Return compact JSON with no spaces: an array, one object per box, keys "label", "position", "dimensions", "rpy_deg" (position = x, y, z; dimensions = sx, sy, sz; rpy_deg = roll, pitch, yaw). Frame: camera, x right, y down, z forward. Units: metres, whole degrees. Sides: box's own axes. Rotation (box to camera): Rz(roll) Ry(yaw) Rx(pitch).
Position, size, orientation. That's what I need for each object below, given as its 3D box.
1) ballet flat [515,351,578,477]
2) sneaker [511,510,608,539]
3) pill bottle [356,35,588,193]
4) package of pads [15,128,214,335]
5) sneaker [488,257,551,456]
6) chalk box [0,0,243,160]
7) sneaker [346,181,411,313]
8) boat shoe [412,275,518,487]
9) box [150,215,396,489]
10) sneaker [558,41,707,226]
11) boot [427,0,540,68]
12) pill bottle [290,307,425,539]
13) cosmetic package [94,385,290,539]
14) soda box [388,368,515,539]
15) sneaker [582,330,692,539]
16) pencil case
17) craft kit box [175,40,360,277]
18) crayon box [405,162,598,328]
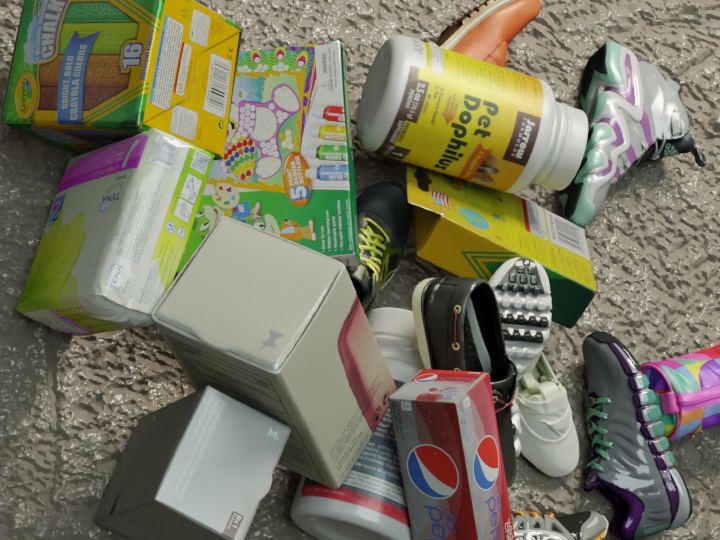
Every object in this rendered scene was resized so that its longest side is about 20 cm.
[{"label":"ballet flat","position":[0.155,0.099,1.685],"dimensions":[0.069,0.069,0.201],"rpy_deg":[-23,85,-25]},{"label":"sneaker","position":[0.135,0.247,1.633],"dimensions":[0.199,0.078,0.078],"rpy_deg":[-14,76,-23]},{"label":"pill bottle","position":[0.104,-0.137,1.653],"dimensions":[0.199,0.109,0.110],"rpy_deg":[15,71,-14]},{"label":"package of pads","position":[-0.209,-0.025,1.497],"dimensions":[0.068,0.200,0.156],"rpy_deg":[24,73,-26]},{"label":"sneaker","position":[0.119,0.082,1.633],"dimensions":[0.075,0.081,0.202],"rpy_deg":[12,101,-13]},{"label":"chalk box","position":[-0.222,-0.169,1.549],"dimensions":[0.124,0.199,0.125],"rpy_deg":[20,76,-58]},{"label":"sneaker","position":[0.000,0.000,1.640],"dimensions":[0.074,0.085,0.201],"rpy_deg":[33,67,-11]},{"label":"boat shoe","position":[0.100,0.102,1.549],"dimensions":[0.074,0.063,0.203],"rpy_deg":[-31,112,-47]},{"label":"box","position":[-0.065,0.069,1.464],"dimensions":[0.127,0.200,0.109],"rpy_deg":[22,65,26]},{"label":"sneaker","position":[0.280,-0.119,1.785],"dimensions":[0.139,0.078,0.201],"rpy_deg":[21,70,-14]},{"label":"boot","position":[0.116,-0.196,1.751],"dimensions":[0.200,0.075,0.107],"rpy_deg":[-40,95,-17]},{"label":"pill bottle","position":[0.021,0.142,1.591],"dimensions":[0.119,0.120,0.201],"rpy_deg":[23,69,-14]},{"label":"cosmetic package","position":[-0.141,0.170,1.476],"dimensions":[0.090,0.200,0.107],"rpy_deg":[28,67,-12]},{"label":"soda box","position":[0.081,0.187,1.515],"dimensions":[0.063,0.070,0.202],"rpy_deg":[-36,121,-52]},{"label":"sneaker","position":[0.240,0.160,1.700],"dimensions":[0.087,0.074,0.201],"rpy_deg":[-21,84,-19]},{"label":"pencil case","position":[0.363,0.107,1.752],"dimensions":[0.199,0.088,0.089],"rpy_deg":[-14,81,-22]},{"label":"craft kit box","position":[-0.104,-0.096,1.604],"dimensions":[0.196,0.049,0.202],"rpy_deg":[-7,76,8]},{"label":"crayon box","position":[0.119,-0.034,1.678],"dimensions":[0.199,0.051,0.127],"rpy_deg":[26,26,-13]}]
